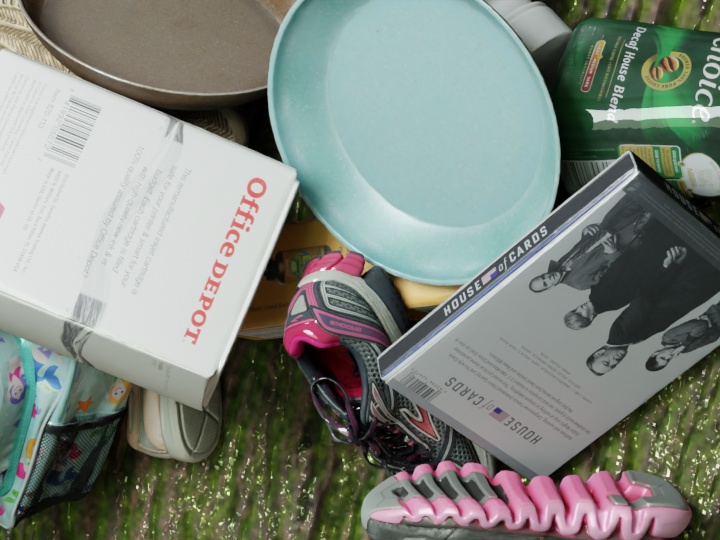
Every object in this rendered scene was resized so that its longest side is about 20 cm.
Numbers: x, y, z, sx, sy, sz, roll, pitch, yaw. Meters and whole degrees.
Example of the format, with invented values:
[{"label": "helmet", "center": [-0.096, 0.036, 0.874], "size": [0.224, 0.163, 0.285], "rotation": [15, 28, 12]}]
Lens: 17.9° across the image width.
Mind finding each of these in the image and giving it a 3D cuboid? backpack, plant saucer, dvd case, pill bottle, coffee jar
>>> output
[{"label": "backpack", "center": [-0.234, 0.046, 1.496], "size": [0.177, 0.150, 0.201], "rotation": [44, 121, 26]}, {"label": "plant saucer", "center": [-0.120, -0.158, 1.450], "size": [0.199, 0.200, 0.032], "rotation": [31, 131, 22]}, {"label": "dvd case", "center": [0.130, 0.033, 1.353], "size": [0.200, 0.150, 0.025], "rotation": [-39, 38, 21]}, {"label": "pill bottle", "center": [0.036, -0.180, 1.405], "size": [0.200, 0.111, 0.112], "rotation": [46, 108, 18]}, {"label": "coffee jar", "center": [0.213, -0.089, 1.326], "size": [0.198, 0.086, 0.105], "rotation": [6, 54, 25]}, {"label": "plant saucer", "center": [0.037, -0.090, 1.348], "size": [0.199, 0.036, 0.202], "rotation": [17, 123, 28]}]

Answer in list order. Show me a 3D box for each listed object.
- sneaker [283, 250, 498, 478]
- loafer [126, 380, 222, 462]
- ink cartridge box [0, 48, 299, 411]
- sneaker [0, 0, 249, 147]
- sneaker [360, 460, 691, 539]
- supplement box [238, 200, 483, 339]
[{"label": "sneaker", "center": [0.012, 0.087, 1.406], "size": [0.080, 0.075, 0.201], "rotation": [-20, 117, 33]}, {"label": "loafer", "center": [-0.133, 0.026, 1.517], "size": [0.062, 0.072, 0.202], "rotation": [0, 94, 33]}, {"label": "ink cartridge box", "center": [-0.155, -0.022, 1.383], "size": [0.198, 0.083, 0.148], "rotation": [22, 69, 0]}, {"label": "sneaker", "center": [-0.153, -0.128, 1.514], "size": [0.199, 0.108, 0.071], "rotation": [27, 101, 7]}, {"label": "sneaker", "center": [0.097, 0.170, 1.375], "size": [0.198, 0.079, 0.096], "rotation": [4, 110, -3]}, {"label": "supplement box", "center": [0.000, 0.000, 1.450], "size": [0.198, 0.069, 0.067], "rotation": [-7, 82, 24]}]
